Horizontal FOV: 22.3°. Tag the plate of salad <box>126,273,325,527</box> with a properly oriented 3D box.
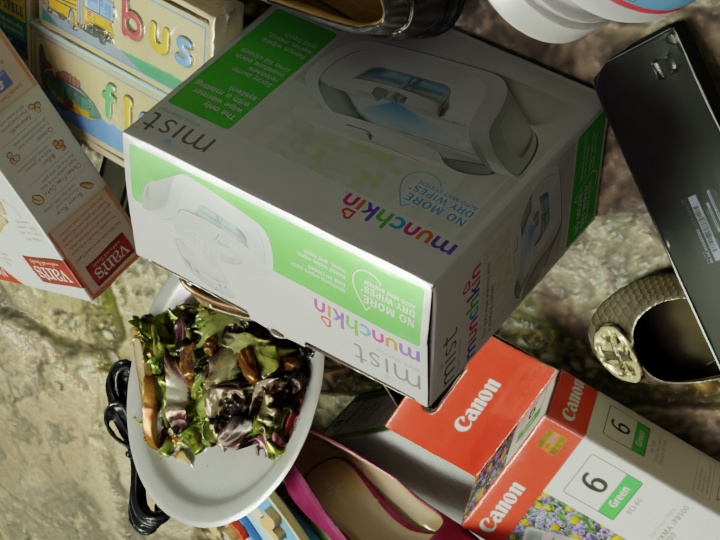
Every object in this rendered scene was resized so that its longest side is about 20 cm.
[{"bbox_3d":[-0.100,0.068,1.211,0.048,0.202,0.199,18,166,-42],"label":"plate of salad"}]

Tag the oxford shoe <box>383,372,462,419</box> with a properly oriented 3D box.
[{"bbox_3d":[0.000,0.000,1.121,0.200,0.073,0.071,52,143,-9],"label":"oxford shoe"}]

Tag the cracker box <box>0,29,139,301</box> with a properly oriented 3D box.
[{"bbox_3d":[-0.233,-0.078,1.140,0.134,0.058,0.201,9,138,52],"label":"cracker box"}]

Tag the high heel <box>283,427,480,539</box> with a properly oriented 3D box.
[{"bbox_3d":[0.011,0.148,1.131,0.096,0.067,0.200,53,170,-23],"label":"high heel"}]

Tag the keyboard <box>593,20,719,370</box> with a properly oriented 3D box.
[{"bbox_3d":[0.193,-0.030,0.906,0.127,0.021,0.201,-23,92,58],"label":"keyboard"}]

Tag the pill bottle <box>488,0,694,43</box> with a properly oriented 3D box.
[{"bbox_3d":[0.136,-0.175,0.790,0.109,0.109,0.200,51,144,-7],"label":"pill bottle"}]

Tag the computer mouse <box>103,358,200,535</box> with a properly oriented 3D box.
[{"bbox_3d":[-0.096,0.086,1.275,0.200,0.053,0.139,-38,52,32],"label":"computer mouse"}]

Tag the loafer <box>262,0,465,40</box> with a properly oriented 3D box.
[{"bbox_3d":[-0.042,-0.176,0.981,0.199,0.072,0.073,21,115,25],"label":"loafer"}]

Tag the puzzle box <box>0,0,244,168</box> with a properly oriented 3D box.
[{"bbox_3d":[-0.152,-0.132,1.081,0.199,0.025,0.134,29,131,29],"label":"puzzle box"}]

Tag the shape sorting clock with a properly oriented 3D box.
[{"bbox_3d":[-0.085,0.187,1.365,0.200,0.039,0.200,45,162,18],"label":"shape sorting clock"}]

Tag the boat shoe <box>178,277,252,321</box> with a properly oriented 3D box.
[{"bbox_3d":[-0.014,0.003,1.057,0.199,0.074,0.076,-5,90,22],"label":"boat shoe"}]

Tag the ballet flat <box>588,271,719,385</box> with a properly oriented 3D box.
[{"bbox_3d":[0.196,0.035,0.983,0.199,0.046,0.068,-8,120,47],"label":"ballet flat"}]

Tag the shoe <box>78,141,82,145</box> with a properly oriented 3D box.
[{"bbox_3d":[-0.197,-0.125,1.196,0.091,0.071,0.201,28,136,31],"label":"shoe"}]

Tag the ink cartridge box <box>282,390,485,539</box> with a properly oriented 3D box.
[{"bbox_3d":[0.035,0.136,1.228,0.199,0.059,0.104,-18,111,51],"label":"ink cartridge box"}]

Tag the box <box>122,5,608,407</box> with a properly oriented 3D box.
[{"bbox_3d":[0.003,-0.048,0.985,0.199,0.176,0.097,27,140,24],"label":"box"}]

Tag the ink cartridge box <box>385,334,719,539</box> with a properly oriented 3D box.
[{"bbox_3d":[0.117,0.122,1.084,0.199,0.050,0.109,30,127,-3],"label":"ink cartridge box"}]

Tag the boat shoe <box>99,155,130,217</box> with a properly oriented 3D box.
[{"bbox_3d":[-0.122,-0.103,1.159,0.063,0.071,0.201,13,135,-11],"label":"boat shoe"}]
